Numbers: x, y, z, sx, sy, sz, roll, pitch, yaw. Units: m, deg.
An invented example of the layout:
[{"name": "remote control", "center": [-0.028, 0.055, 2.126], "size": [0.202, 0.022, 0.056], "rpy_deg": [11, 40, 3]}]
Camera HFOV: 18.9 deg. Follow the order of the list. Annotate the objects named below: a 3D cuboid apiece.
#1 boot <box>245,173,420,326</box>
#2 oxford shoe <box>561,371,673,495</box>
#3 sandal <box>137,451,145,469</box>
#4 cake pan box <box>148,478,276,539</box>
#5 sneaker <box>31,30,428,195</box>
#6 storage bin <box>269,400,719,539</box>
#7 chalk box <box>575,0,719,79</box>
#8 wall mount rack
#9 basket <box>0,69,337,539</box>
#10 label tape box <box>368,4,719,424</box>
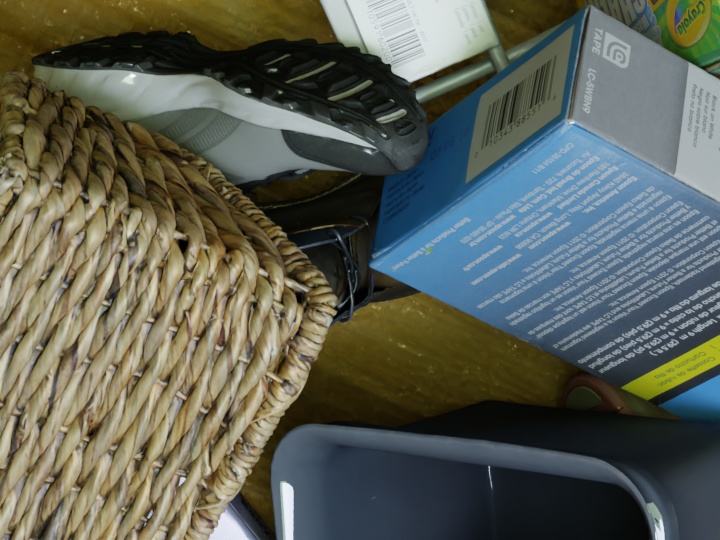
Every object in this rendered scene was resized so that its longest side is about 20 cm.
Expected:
[{"name": "boot", "center": [0.000, 0.000, 0.968], "size": [0.200, 0.097, 0.075], "rpy_deg": [-10, 116, -1]}, {"name": "oxford shoe", "center": [0.171, 0.120, 1.035], "size": [0.074, 0.071, 0.200], "rpy_deg": [-39, 98, -27]}, {"name": "sandal", "center": [-0.175, 0.113, 1.001], "size": [0.200, 0.080, 0.054], "rpy_deg": [-21, 138, -8]}, {"name": "cake pan box", "center": [-0.100, 0.212, 1.029], "size": [0.200, 0.052, 0.184], "rpy_deg": [-39, 99, 3]}, {"name": "sneaker", "center": [-0.054, -0.058, 0.939], "size": [0.200, 0.074, 0.079], "rpy_deg": [8, 113, 36]}, {"name": "storage bin", "center": [0.083, 0.126, 0.949], "size": [0.200, 0.134, 0.146], "rpy_deg": [3, 104, 40]}, {"name": "chalk box", "center": [0.163, -0.144, 0.914], "size": [0.124, 0.124, 0.200], "rpy_deg": [-17, 89, -20]}, {"name": "wall mount rack", "center": [0.038, -0.148, 0.965], "size": [0.174, 0.075, 0.200], "rpy_deg": [-22, 101, 4]}, {"name": "basket", "center": [-0.122, 0.038, 0.903], "size": [0.149, 0.143, 0.200], "rpy_deg": [23, 108, -18]}, {"name": "label tape box", "center": [0.126, -0.012, 0.913], "size": [0.200, 0.144, 0.063], "rpy_deg": [27, 55, -23]}]
